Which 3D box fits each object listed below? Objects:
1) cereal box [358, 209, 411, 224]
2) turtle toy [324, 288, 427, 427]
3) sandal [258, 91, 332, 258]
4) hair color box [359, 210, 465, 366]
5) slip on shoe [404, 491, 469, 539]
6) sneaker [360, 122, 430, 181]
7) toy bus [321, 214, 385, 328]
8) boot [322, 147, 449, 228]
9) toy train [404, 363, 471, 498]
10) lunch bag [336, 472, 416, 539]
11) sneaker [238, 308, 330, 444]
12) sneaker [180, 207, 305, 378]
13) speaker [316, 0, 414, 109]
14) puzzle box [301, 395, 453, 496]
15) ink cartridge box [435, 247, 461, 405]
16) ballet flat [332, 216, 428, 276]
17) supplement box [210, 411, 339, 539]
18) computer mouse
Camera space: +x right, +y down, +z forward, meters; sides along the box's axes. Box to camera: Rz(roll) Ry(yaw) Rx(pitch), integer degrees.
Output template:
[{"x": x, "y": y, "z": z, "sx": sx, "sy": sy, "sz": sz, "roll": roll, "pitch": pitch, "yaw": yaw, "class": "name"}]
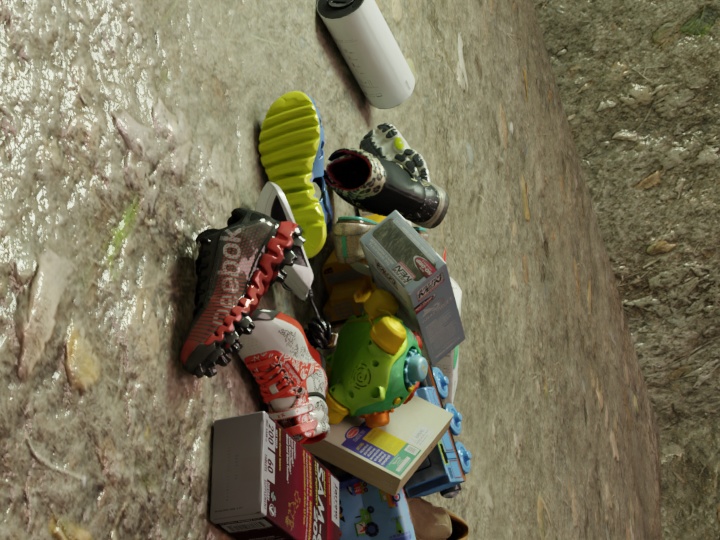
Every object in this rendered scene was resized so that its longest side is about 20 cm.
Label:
[{"x": 0.050, "y": -0.014, "z": 1.988, "sx": 0.144, "sy": 0.039, "sz": 0.203, "roll": -22, "pitch": 99, "yaw": -72, "class": "cereal box"}, {"x": 0.020, "y": 0.106, "z": 1.630, "sx": 0.100, "sy": 0.146, "sz": 0.201, "roll": 33, "pitch": 17, "yaw": -17, "class": "turtle toy"}, {"x": -0.073, "y": -0.112, "z": 1.648, "sx": 0.087, "sy": 0.078, "sz": 0.203, "roll": 11, "pitch": 76, "yaw": -76, "class": "sandal"}, {"x": 0.065, "y": 0.025, "z": 1.665, "sx": 0.099, "sy": 0.060, "sz": 0.201, "roll": 47, "pitch": -10, "yaw": 28, "class": "hair color box"}, {"x": 0.094, "y": 0.346, "z": 1.874, "sx": 0.200, "sy": 0.060, "sz": 0.077, "roll": 47, "pitch": 36, "yaw": -58, "class": "slip on shoe"}, {"x": 0.065, "y": -0.135, "z": 1.959, "sx": 0.080, "sy": 0.077, "sz": 0.201, "roll": 47, "pitch": 15, "yaw": -38, "class": "sneaker"}, {"x": 0.000, "y": 0.000, "z": 1.794, "sx": 0.200, "sy": 0.064, "sz": 0.079, "roll": -59, "pitch": 134, "yaw": -63, "class": "toy bus"}, {"x": -0.001, "y": -0.119, "z": 1.741, "sx": 0.153, "sy": 0.202, "sz": 0.074, "roll": 21, "pitch": 91, "yaw": -46, "class": "boot"}, {"x": 0.087, "y": 0.211, "z": 1.872, "sx": 0.114, "sy": 0.086, "sz": 0.203, "roll": 15, "pitch": 56, "yaw": -65, "class": "toy train"}, {"x": 0.030, "y": 0.312, "z": 1.690, "sx": 0.200, "sy": 0.093, "sz": 0.153, "roll": -1, "pitch": 77, "yaw": -80, "class": "lunch bag"}, {"x": -0.083, "y": 0.121, "z": 1.480, "sx": 0.202, "sy": 0.066, "sz": 0.109, "roll": 50, "pitch": 32, "yaw": -60, "class": "sneaker"}, {"x": -0.137, "y": 0.015, "z": 1.378, "sx": 0.202, "sy": 0.097, "sz": 0.071, "roll": -60, "pitch": 180, "yaw": -32, "class": "sneaker"}, {"x": 0.009, "y": -0.326, "z": 1.988, "sx": 0.201, "sy": 0.080, "sz": 0.082, "roll": 55, "pitch": 29, "yaw": -48, "class": "speaker"}, {"x": 0.020, "y": 0.188, "z": 1.635, "sx": 0.200, "sy": 0.132, "sz": 0.026, "roll": -36, "pitch": 149, "yaw": -63, "class": "puzzle box"}, {"x": 0.134, "y": 0.084, "z": 2.094, "sx": 0.201, "sy": 0.049, "sz": 0.163, "roll": -68, "pitch": 161, "yaw": -56, "class": "ink cartridge box"}, {"x": 0.023, "y": -0.026, "z": 1.716, "sx": 0.199, "sy": 0.067, "sz": 0.068, "roll": 5, "pitch": 84, "yaw": -57, "class": "ballet flat"}, {"x": -0.084, "y": 0.236, "z": 1.422, "sx": 0.200, "sy": 0.060, "sz": 0.110, "roll": 52, "pitch": 32, "yaw": -54, "class": "supplement box"}, {"x": -0.084, "y": 0.000, "z": 1.561, "sx": 0.110, "sy": 0.043, "sz": 0.203, "roll": 180, "pitch": -111, "yaw": -75, "class": "computer mouse"}]
